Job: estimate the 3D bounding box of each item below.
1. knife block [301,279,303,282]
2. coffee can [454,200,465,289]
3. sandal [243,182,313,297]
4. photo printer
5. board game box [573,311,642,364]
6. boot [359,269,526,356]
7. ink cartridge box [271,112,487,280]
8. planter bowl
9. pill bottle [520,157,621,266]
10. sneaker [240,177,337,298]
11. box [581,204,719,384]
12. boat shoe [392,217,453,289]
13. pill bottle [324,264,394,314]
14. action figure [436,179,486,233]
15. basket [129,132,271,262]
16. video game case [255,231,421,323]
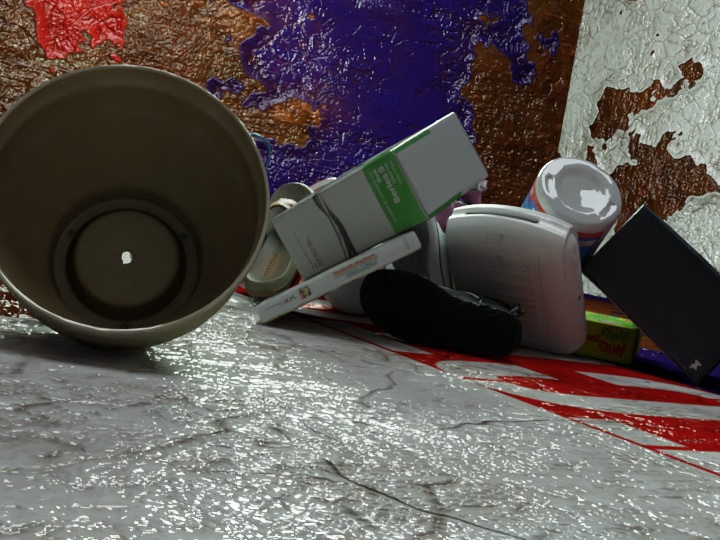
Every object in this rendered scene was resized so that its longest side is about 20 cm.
[{"bbox_3d":[-0.198,-0.020,1.497,0.174,0.065,0.199,13,4,32],"label":"knife block"},{"bbox_3d":[0.139,-0.024,1.476,0.198,0.148,0.146,26,6,9],"label":"coffee can"},{"bbox_3d":[-0.101,-0.050,1.248,0.079,0.054,0.201,-4,41,19],"label":"sandal"},{"bbox_3d":[0.192,0.005,1.236,0.165,0.070,0.201,11,-41,28],"label":"photo printer"},{"bbox_3d":[0.332,0.089,1.386,0.101,0.048,0.200,12,3,18],"label":"board game box"},{"bbox_3d":[0.097,0.046,1.158,0.196,0.074,0.162,16,4,3],"label":"boot"},{"bbox_3d":[0.019,-0.080,1.118,0.199,0.085,0.146,-25,8,40],"label":"ink cartridge box"},{"bbox_3d":[-0.172,-0.028,0.739,0.198,0.202,0.135,10,-24,-8],"label":"planter bowl"},{"bbox_3d":[0.248,-0.042,1.295,0.111,0.113,0.201,10,-36,-8],"label":"pill bottle"},{"bbox_3d":[-0.071,-0.033,1.318,0.078,0.200,0.115,45,-3,-28],"label":"sneaker"},{"bbox_3d":[0.400,0.028,1.288,0.197,0.118,0.200,46,14,14],"label":"box"},{"bbox_3d":[0.074,-0.027,1.256,0.073,0.202,0.067,6,32,28],"label":"boat shoe"},{"bbox_3d":[0.000,0.000,1.330,0.110,0.113,0.200,10,4,6],"label":"pill bottle"},{"bbox_3d":[0.116,-0.062,1.369,0.198,0.136,0.149,10,-2,-28],"label":"action figure"},{"bbox_3d":[-0.210,-0.081,1.233,0.174,0.202,0.139,10,3,-10],"label":"basket"},{"bbox_3d":[-0.018,0.003,1.111,0.181,0.023,0.200,-26,1,4],"label":"video game case"}]
